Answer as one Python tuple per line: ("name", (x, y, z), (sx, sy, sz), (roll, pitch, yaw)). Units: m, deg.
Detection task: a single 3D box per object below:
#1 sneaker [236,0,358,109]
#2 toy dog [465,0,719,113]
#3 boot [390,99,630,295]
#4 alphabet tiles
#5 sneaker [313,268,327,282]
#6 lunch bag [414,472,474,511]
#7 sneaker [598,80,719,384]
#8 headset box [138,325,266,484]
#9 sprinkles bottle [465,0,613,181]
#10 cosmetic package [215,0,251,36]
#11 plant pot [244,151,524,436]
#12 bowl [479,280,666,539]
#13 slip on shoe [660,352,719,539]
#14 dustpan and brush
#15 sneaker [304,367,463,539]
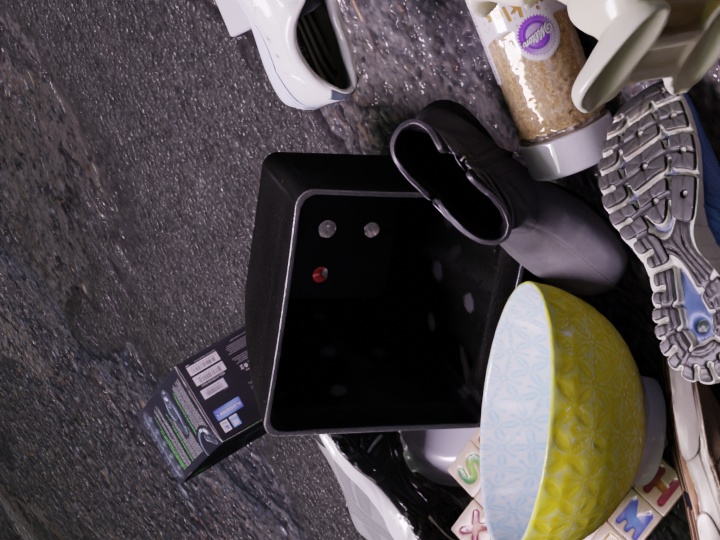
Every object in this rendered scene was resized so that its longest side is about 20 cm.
("sneaker", (-0.054, -0.210, 1.177), (0.070, 0.073, 0.201), (1, 126, 50))
("toy dog", (0.131, -0.219, 0.980), (0.200, 0.139, 0.195), (48, 138, 24))
("boot", (0.103, -0.037, 1.162), (0.199, 0.070, 0.132), (35, -164, -2))
("alphabet tiles", (0.159, 0.162, 1.296), (0.166, 0.006, 0.201), (45, 108, 30))
("sneaker", (0.021, 0.075, 1.534), (0.200, 0.078, 0.116), (57, 171, 53))
("lunch bag", (0.148, 0.241, 1.418), (0.199, 0.117, 0.166), (28, 142, 54))
("sneaker", (0.218, -0.025, 1.073), (0.078, 0.089, 0.203), (-23, 74, 38))
("headset box", (-0.123, 0.125, 1.720), (0.093, 0.173, 0.200), (57, 153, 7))
("sprinkles bottle", (0.114, -0.165, 1.134), (0.068, 0.068, 0.202), (-1, 115, 60))
("cosmetic package", (-0.037, -0.251, 1.282), (0.199, 0.101, 0.072), (-11, 106, 62))
("plant pot", (0.000, 0.000, 1.330), (0.177, 0.198, 0.202), (-133, 48, -58))
("bowl", (0.163, 0.114, 1.219), (0.200, 0.106, 0.203), (-174, 90, -82))
("slip on shoe", (0.261, 0.144, 1.195), (0.076, 0.060, 0.203), (-3, -99, -86))
("dustpan and brush", (0.061, 0.142, 1.407), (0.057, 0.199, 0.140), (45, -165, -53))
("sneaker", (0.006, 0.172, 1.363), (0.079, 0.074, 0.201), (-30, 96, 44))
